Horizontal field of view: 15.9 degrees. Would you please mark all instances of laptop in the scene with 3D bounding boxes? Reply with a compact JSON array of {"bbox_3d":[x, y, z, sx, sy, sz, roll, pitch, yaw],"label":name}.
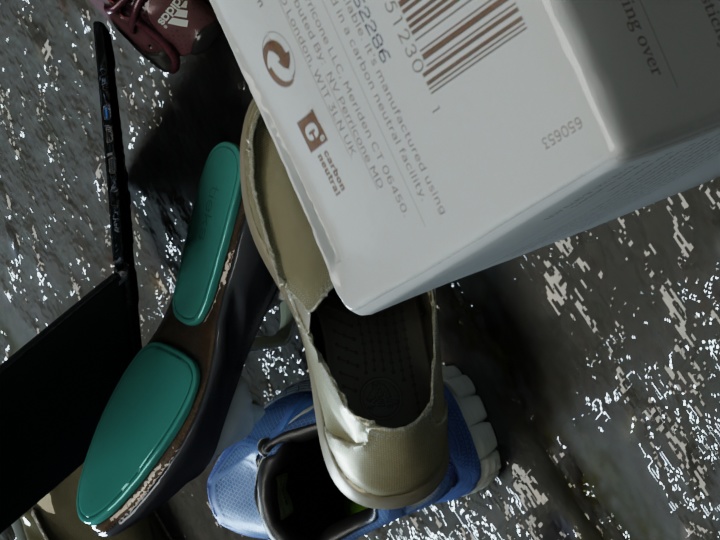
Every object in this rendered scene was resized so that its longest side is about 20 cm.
[{"bbox_3d":[-0.157,0.014,1.239,0.178,0.102,0.201,96,168,-66],"label":"laptop"}]

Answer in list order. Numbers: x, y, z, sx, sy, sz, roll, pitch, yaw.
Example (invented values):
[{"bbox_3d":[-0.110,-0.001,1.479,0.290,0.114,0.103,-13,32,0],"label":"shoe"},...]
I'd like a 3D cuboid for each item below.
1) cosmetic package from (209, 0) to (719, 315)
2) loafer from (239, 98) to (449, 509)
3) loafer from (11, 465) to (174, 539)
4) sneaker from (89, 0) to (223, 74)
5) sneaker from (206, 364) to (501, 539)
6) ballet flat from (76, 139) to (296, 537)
[{"bbox_3d":[0.077,-0.109,0.874,0.166,0.199,0.168,-33,80,54],"label":"cosmetic package"},{"bbox_3d":[0.000,0.000,1.118,0.068,0.075,0.201,116,139,-67],"label":"loafer"},{"bbox_3d":[-0.157,0.125,1.422,0.200,0.075,0.070,49,144,28],"label":"loafer"},{"bbox_3d":[-0.108,-0.152,1.176,0.116,0.076,0.200,47,-177,13],"label":"sneaker"},{"bbox_3d":[-0.024,0.092,1.210,0.200,0.089,0.079,-23,86,55],"label":"sneaker"},{"bbox_3d":[-0.067,0.038,1.211,0.073,0.073,0.201,27,97,45],"label":"ballet flat"}]
